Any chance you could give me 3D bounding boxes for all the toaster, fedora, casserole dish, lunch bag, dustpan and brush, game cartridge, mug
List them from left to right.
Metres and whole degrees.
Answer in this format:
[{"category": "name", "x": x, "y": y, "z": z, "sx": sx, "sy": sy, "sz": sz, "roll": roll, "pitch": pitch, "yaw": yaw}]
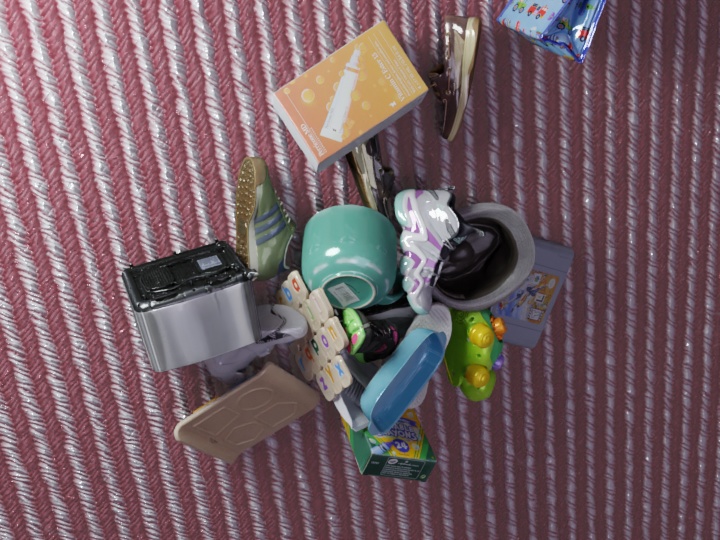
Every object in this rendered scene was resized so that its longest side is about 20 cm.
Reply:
[{"category": "toaster", "x": -0.249, "y": 0.049, "z": 1.539, "sx": 0.178, "sy": 0.200, "sz": 0.120, "roll": -18, "pitch": 113, "yaw": -15}, {"category": "dustpan and brush", "x": -0.022, "y": 0.158, "z": 1.709, "sx": 0.139, "sy": 0.200, "sz": 0.057, "roll": -13, "pitch": 146, "yaw": -54}, {"category": "mug", "x": -0.003, "y": -0.007, "z": 1.621, "sx": 0.182, "sy": 0.116, "sz": 0.153, "roll": 9, "pitch": 140, "yaw": -8}, {"category": "casserole dish", "x": 0.064, "y": 0.172, "z": 1.646, "sx": 0.201, "sy": 0.039, "sz": 0.121, "roll": -51, "pitch": 151, "yaw": -14}, {"category": "fedora", "x": 0.187, "y": -0.029, "z": 1.735, "sx": 0.198, "sy": 0.090, "sz": 0.178, "roll": -32, "pitch": 107, "yaw": 3}, {"category": "game cartridge", "x": 0.291, "y": 0.038, "z": 1.847, "sx": 0.132, "sy": 0.042, "sz": 0.202, "roll": 12, "pitch": 107, "yaw": -30}, {"category": "lunch bag", "x": 0.322, "y": -0.442, "z": 1.588, "sx": 0.093, "sy": 0.151, "sz": 0.202, "roll": 22, "pitch": 102, "yaw": -28}]

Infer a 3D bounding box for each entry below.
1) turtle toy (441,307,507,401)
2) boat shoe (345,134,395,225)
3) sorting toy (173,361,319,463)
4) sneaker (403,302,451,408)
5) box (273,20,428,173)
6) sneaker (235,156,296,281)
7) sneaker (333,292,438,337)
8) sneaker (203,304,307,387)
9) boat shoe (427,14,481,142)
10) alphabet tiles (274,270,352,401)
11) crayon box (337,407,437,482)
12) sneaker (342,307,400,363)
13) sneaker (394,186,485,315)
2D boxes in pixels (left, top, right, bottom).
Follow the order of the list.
[{"category": "turtle toy", "x": 0.196, "y": 0.139, "z": 1.797, "sx": 0.100, "sy": 0.145, "sz": 0.203, "roll": -14, "pitch": 119, "yaw": -31}, {"category": "boat shoe", "x": 0.025, "y": -0.145, "z": 1.639, "sx": 0.064, "sy": 0.073, "sz": 0.202, "roll": -23, "pitch": 118, "yaw": -6}, {"category": "sorting toy", "x": -0.185, "y": 0.231, "z": 1.688, "sx": 0.199, "sy": 0.037, "sz": 0.185, "roll": -36, "pitch": 146, "yaw": 9}, {"category": "sneaker", "x": 0.100, "y": 0.131, "z": 1.749, "sx": 0.073, "sy": 0.082, "sz": 0.202, "roll": 17, "pitch": 115, "yaw": -8}, {"category": "box", "x": -0.016, "y": -0.257, "z": 1.535, "sx": 0.199, "sy": 0.097, "sz": 0.125, "roll": -35, "pitch": 90, "yaw": -5}, {"category": "sneaker", "x": -0.143, "y": -0.081, "z": 1.609, "sx": 0.089, "sy": 0.067, "sz": 0.203, "roll": -7, "pitch": 112, "yaw": -31}, {"category": "sneaker", "x": 0.041, "y": 0.082, "z": 1.744, "sx": 0.197, "sy": 0.074, "sz": 0.080, "roll": -3, "pitch": 118, "yaw": -21}, {"category": "sneaker", "x": -0.171, "y": 0.122, "z": 1.647, "sx": 0.197, "sy": 0.076, "sz": 0.116, "roll": -4, "pitch": 124, "yaw": 13}, {"category": "boat shoe", "x": 0.141, "y": -0.305, "z": 1.631, "sx": 0.071, "sy": 0.072, "sz": 0.202, "roll": 12, "pitch": 121, "yaw": 6}, {"category": "alphabet tiles", "x": -0.073, "y": 0.104, "z": 1.631, "sx": 0.014, "sy": 0.200, "sz": 0.197, "roll": -24, "pitch": 78, "yaw": -27}, {"category": "crayon box", "x": 0.037, "y": 0.262, "z": 1.739, "sx": 0.124, "sy": 0.201, "sz": 0.052, "roll": 12, "pitch": 119, "yaw": -26}, {"category": "sneaker", "x": 0.019, "y": 0.099, "z": 1.630, "sx": 0.082, "sy": 0.200, "sz": 0.078, "roll": -11, "pitch": 78, "yaw": 6}, {"category": "sneaker", "x": 0.132, "y": -0.035, "z": 1.631, "sx": 0.138, "sy": 0.078, "sz": 0.203, "roll": -7, "pitch": 90, "yaw": 17}]
